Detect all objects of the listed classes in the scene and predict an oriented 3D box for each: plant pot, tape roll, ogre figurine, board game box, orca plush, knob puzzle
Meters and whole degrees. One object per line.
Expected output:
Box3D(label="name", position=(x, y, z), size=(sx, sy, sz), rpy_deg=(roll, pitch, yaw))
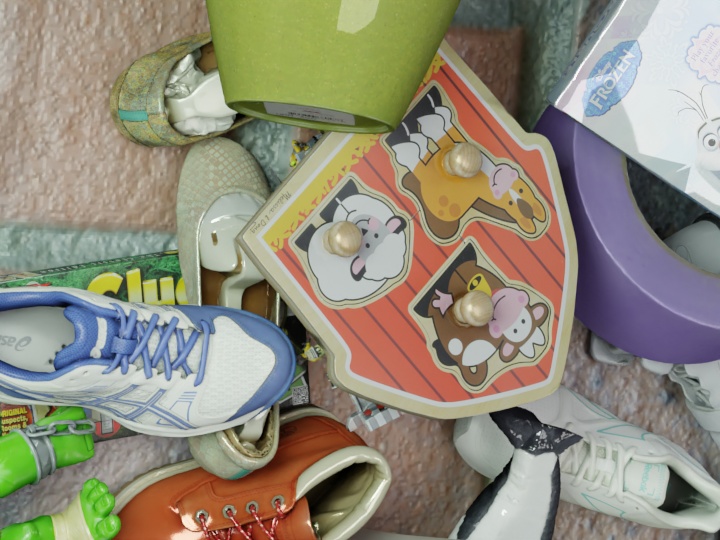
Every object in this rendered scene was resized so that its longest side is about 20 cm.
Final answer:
Box3D(label="plant pot", position=(-0.011, -0.179, 1.514), size=(0.187, 0.187, 0.201), rpy_deg=(10, 85, -30))
Box3D(label="tape roll", position=(0.205, -0.049, 1.749), size=(0.199, 0.085, 0.201), rpy_deg=(6, 73, -19))
Box3D(label="ogre figurine", position=(-0.206, 0.182, 1.594), size=(0.120, 0.098, 0.201), rpy_deg=(-2, 117, -32))
Box3D(label="board game box", position=(-0.123, 0.042, 1.662), size=(0.199, 0.023, 0.105), rpy_deg=(-10, 100, -28))
Box3D(label="orca plush", position=(0.069, 0.163, 1.760), size=(0.105, 0.071, 0.201), rpy_deg=(-3, 119, -18))
Box3D(label="board game box", position=(0.245, -0.127, 1.668), size=(0.199, 0.043, 0.200), rpy_deg=(33, 96, -10))
Box3D(label="knob puzzle", position=(0.051, -0.006, 1.577), size=(0.219, 0.030, 0.221), rpy_deg=(4, 82, -31))

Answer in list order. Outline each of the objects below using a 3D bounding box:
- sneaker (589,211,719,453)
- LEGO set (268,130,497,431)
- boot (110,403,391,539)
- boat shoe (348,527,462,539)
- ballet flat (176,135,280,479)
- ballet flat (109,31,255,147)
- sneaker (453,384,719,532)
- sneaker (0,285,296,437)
Box3D(label="sneaker", position=(0.213, 0.067, 1.824), size=(0.115, 0.075, 0.201), rpy_deg=(-15, 100, -26))
Box3D(label="LEGO set", position=(0.000, 0.000, 1.654), size=(0.116, 0.154, 0.200), rpy_deg=(-27, 112, -3))
Box3D(label="boot", position=(-0.076, 0.149, 1.658), size=(0.200, 0.107, 0.075), rpy_deg=(-33, 115, -18))
Box3D(label="boat shoe", position=(0.033, 0.211, 1.691), size=(0.075, 0.199, 0.093), rpy_deg=(-28, 121, -53))
Box3D(label="ballet flat", position=(-0.066, 0.019, 1.635), size=(0.067, 0.062, 0.201), rpy_deg=(-1, 86, -27))
Box3D(label="ballet flat", position=(-0.049, -0.122, 1.650), size=(0.200, 0.071, 0.071), rpy_deg=(-25, 109, -24))
Box3D(label="sneaker", position=(0.151, 0.117, 1.794), size=(0.200, 0.080, 0.071), rpy_deg=(18, 91, -29))
Box3D(label="sneaker", position=(-0.134, 0.048, 1.557), size=(0.199, 0.088, 0.076), rpy_deg=(2, 80, -4))
